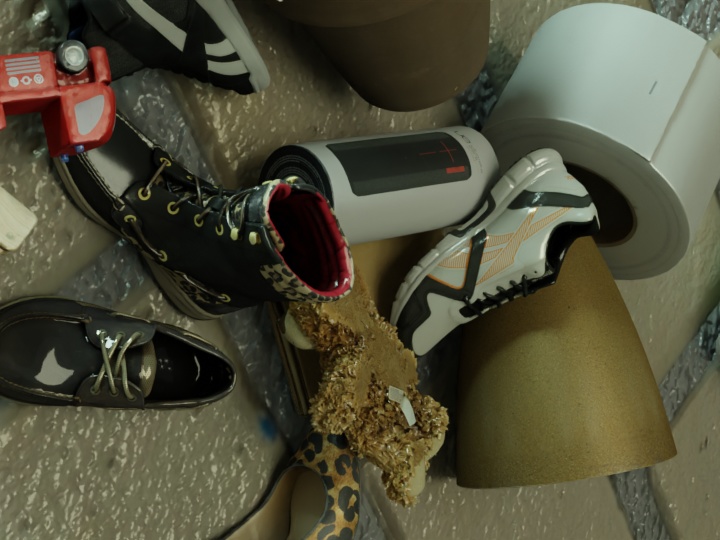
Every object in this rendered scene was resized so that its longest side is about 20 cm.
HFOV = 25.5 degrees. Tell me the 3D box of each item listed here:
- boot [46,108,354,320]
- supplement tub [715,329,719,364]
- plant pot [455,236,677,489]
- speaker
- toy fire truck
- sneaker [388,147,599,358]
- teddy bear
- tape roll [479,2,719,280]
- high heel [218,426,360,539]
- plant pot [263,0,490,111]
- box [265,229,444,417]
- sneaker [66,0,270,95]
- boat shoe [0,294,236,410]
[{"bbox_3d":[-0.104,-0.044,1.056,0.201,0.150,0.073,56,52,-30],"label":"boot"},{"bbox_3d":[0.466,0.022,1.679,0.145,0.144,0.201,41,61,-39],"label":"supplement tub"},{"bbox_3d":[0.156,0.067,1.328,0.186,0.185,0.202,-8,89,-47],"label":"plant pot"},{"bbox_3d":[0.018,-0.064,1.210,0.199,0.081,0.082,-11,97,-47],"label":"speaker"},{"bbox_3d":[-0.236,-0.058,0.959,0.199,0.049,0.142,-10,88,-30],"label":"toy fire truck"},{"bbox_3d":[0.103,-0.001,1.244,0.200,0.080,0.074,-48,155,10],"label":"sneaker"},{"bbox_3d":[0.000,0.083,1.187,0.200,0.066,0.146,50,39,-32],"label":"teddy bear"},{"bbox_3d":[0.210,-0.108,1.363,0.203,0.202,0.140,52,56,-33],"label":"tape roll"},{"bbox_3d":[-0.072,0.176,1.148,0.142,0.071,0.202,29,72,-42],"label":"high heel"},{"bbox_3d":[0.023,-0.220,1.194,0.201,0.199,0.175,-61,148,-28],"label":"plant pot"},{"bbox_3d":[0.000,0.000,1.262,0.199,0.021,0.165,-30,111,-43],"label":"box"},{"bbox_3d":[-0.138,-0.158,1.089,0.073,0.111,0.200,62,3,22],"label":"sneaker"},{"bbox_3d":[-0.162,0.055,1.048,0.199,0.073,0.075,6,85,-47],"label":"boat shoe"}]
